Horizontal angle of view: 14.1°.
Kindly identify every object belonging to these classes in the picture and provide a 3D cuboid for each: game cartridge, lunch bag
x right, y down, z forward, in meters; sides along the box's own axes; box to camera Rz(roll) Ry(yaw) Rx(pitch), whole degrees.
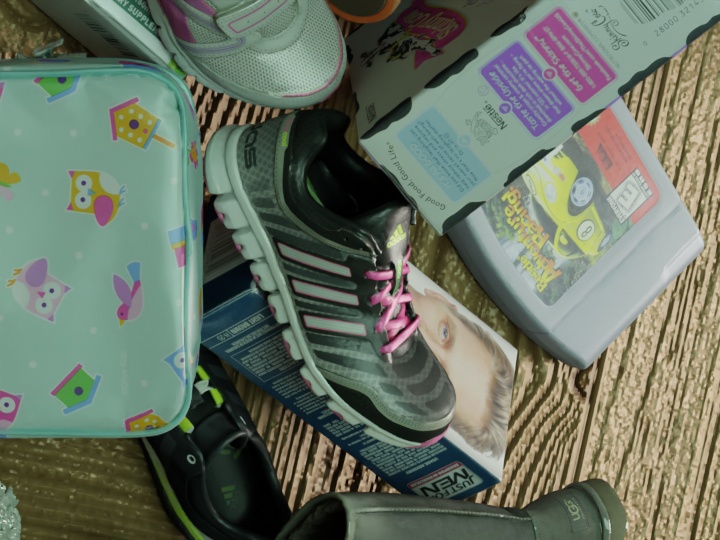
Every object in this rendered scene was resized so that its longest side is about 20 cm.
[{"bbox_3d":[0.112,-0.046,1.714,0.133,0.041,0.200,-42,115,-17],"label":"game cartridge"},{"bbox_3d":[-0.161,-0.016,1.487,0.160,0.077,0.201,-1,100,1],"label":"lunch bag"}]

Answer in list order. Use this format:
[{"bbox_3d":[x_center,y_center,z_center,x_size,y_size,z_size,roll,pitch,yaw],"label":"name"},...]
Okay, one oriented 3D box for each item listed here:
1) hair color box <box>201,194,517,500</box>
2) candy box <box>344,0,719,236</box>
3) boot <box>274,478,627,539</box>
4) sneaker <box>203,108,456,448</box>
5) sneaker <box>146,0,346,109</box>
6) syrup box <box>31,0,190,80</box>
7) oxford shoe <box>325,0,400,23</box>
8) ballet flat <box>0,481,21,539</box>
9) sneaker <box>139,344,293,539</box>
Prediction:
[{"bbox_3d":[-0.002,0.038,1.611,0.200,0.060,0.100,39,42,-30],"label":"hair color box"},{"bbox_3d":[0.090,-0.131,1.518,0.200,0.168,0.072,-38,110,12],"label":"candy box"},{"bbox_3d":[0.033,0.179,1.621,0.199,0.073,0.182,-8,139,-37],"label":"boot"},{"bbox_3d":[0.000,0.000,1.512,0.200,0.087,0.074,59,37,-5],"label":"sneaker"},{"bbox_3d":[-0.071,-0.156,1.458,0.200,0.088,0.081,47,72,-27],"label":"sneaker"},{"bbox_3d":[-0.087,-0.205,1.542,0.079,0.081,0.200,40,75,-30],"label":"syrup box"},{"bbox_3d":[-0.025,-0.229,1.502,0.073,0.071,0.201,-52,127,-41],"label":"oxford shoe"},{"bbox_3d":[-0.251,0.093,1.491,0.200,0.072,0.072,43,73,-31],"label":"ballet flat"},{"bbox_3d":[-0.088,0.071,1.571,0.072,0.083,0.200,-39,114,-23],"label":"sneaker"}]
